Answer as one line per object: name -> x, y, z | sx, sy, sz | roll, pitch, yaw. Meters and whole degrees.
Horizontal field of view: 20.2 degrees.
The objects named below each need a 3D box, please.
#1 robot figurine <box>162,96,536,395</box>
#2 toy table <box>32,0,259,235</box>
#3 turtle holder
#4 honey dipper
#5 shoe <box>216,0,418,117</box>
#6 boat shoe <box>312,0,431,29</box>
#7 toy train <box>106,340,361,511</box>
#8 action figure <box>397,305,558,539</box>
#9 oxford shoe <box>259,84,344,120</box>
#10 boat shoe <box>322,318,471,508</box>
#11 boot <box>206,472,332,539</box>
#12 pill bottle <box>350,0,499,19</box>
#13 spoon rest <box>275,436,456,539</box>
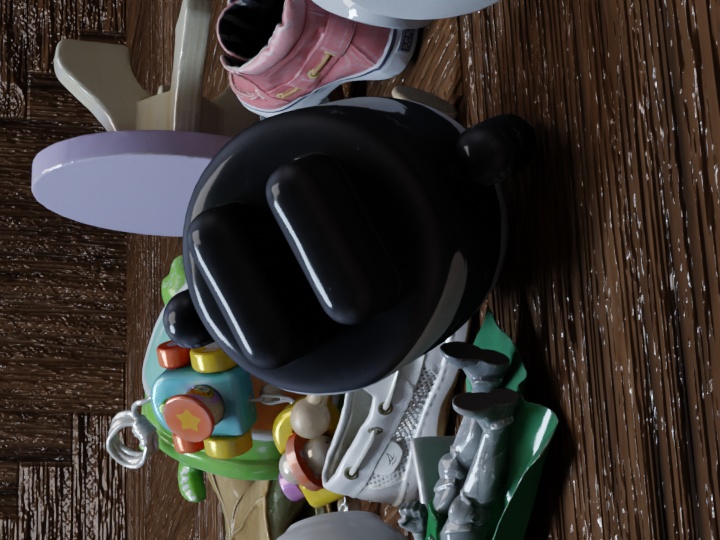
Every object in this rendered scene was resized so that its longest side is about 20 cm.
robot figurine -> -0.006, -0.016, 0.905 | 0.200, 0.149, 0.126 | -24, -56, -69
toy table -> -0.136, -0.106, 1.478 | 0.184, 0.198, 0.118 | 137, 138, -56
turtle holder -> -0.074, 0.059, 1.343 | 0.186, 0.139, 0.133 | -82, -3, -69
honey dipper -> 0.000, 0.000, 1.085 | 0.038, 0.038, 0.202 | -115, 44, -67
shoe -> -0.052, -0.139, 1.221 | 0.200, 0.090, 0.072 | -8, 77, 60
boat shoe -> 0.012, -0.199, 1.121 | 0.202, 0.074, 0.087 | -90, 10, -66
toy train -> -0.069, 0.134, 1.234 | 0.151, 0.199, 0.056 | -57, -7, 26
action figure -> 0.044, 0.132, 0.930 | 0.118, 0.054, 0.202 | -97, 13, -61
oxford shoe -> -0.035, -0.050, 1.381 | 0.071, 0.071, 0.202 | -55, -23, -60
boat shoe -> 0.014, 0.038, 1.050 | 0.071, 0.069, 0.202 | -106, 21, -62
boot -> -0.064, 0.154, 1.474 | 0.200, 0.065, 0.177 | 125, 133, -72
pill bottle -> 0.026, -0.223, 0.919 | 0.112, 0.110, 0.202 | 121, 148, -68
spoon rest -> 0.007, 0.146, 1.050 | 0.200, 0.098, 0.061 | 132, 134, -56
